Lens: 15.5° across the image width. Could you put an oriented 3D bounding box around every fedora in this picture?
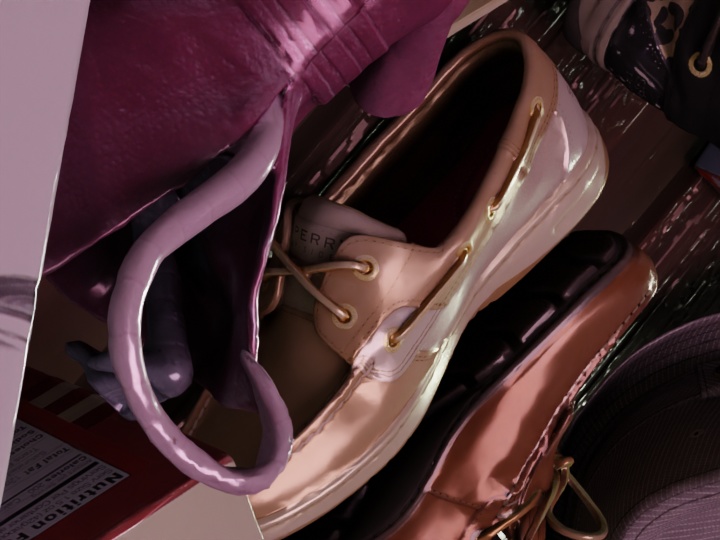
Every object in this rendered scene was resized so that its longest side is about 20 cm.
[{"bbox_3d":[0.162,0.105,0.974,0.199,0.090,0.178,-3,99,3],"label":"fedora"}]

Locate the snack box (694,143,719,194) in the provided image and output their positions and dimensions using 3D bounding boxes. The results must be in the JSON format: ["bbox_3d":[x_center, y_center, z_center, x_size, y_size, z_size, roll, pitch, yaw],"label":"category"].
[{"bbox_3d":[0.240,-0.054,1.044,0.169,0.068,0.200,-55,137,-4],"label":"snack box"}]

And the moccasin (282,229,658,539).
[{"bbox_3d":[0.038,0.075,0.913,0.078,0.074,0.202,36,86,-23],"label":"moccasin"}]

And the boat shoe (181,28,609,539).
[{"bbox_3d":[0.000,0.000,0.852,0.200,0.074,0.069,-50,136,-23],"label":"boat shoe"}]

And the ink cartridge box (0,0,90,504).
[{"bbox_3d":[-0.138,0.020,0.533,0.083,0.145,0.201,17,77,-37],"label":"ink cartridge box"}]

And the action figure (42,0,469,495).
[{"bbox_3d":[-0.025,-0.068,0.680,0.200,0.149,0.134,-44,126,-3],"label":"action figure"}]

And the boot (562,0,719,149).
[{"bbox_3d":[0.178,-0.101,0.845,0.204,0.154,0.073,-49,160,21],"label":"boot"}]

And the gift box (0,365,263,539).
[{"bbox_3d":[-0.110,0.142,0.752,0.184,0.200,0.187,-30,116,-23],"label":"gift box"}]

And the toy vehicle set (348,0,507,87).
[{"bbox_3d":[0.073,-0.147,0.824,0.200,0.027,0.124,-33,158,-25],"label":"toy vehicle set"}]
